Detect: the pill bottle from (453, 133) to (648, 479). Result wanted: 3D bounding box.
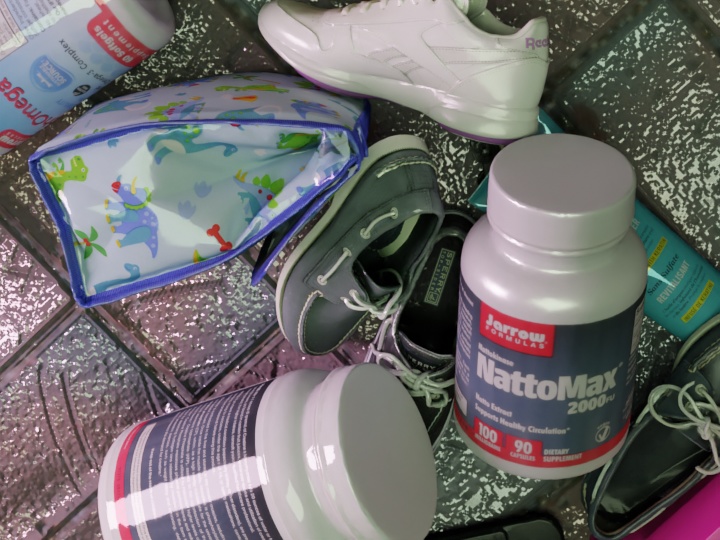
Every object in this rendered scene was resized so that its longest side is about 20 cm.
[{"bbox_3d":[0.121,0.022,1.130,0.118,0.120,0.201,2,126,3],"label":"pill bottle"}]

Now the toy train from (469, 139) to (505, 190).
[{"bbox_3d":[0.098,-0.077,1.196,0.045,0.034,0.202,-12,106,3],"label":"toy train"}]

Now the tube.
[{"bbox_3d":[0.171,-0.021,1.193,0.199,0.050,0.078,36,86,-12],"label":"tube"}]

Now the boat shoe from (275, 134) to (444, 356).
[{"bbox_3d":[0.000,0.000,1.174,0.072,0.062,0.201,-3,140,-32],"label":"boat shoe"}]

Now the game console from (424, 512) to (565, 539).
[{"bbox_3d":[0.065,0.289,1.267,0.198,0.116,0.177,-13,106,7],"label":"game console"}]

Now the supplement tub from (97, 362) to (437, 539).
[{"bbox_3d":[-0.063,0.147,1.196,0.199,0.140,0.141,-19,106,28],"label":"supplement tub"}]

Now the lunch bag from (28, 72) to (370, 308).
[{"bbox_3d":[-0.089,-0.064,1.141,0.198,0.170,0.128,-18,104,7],"label":"lunch bag"}]

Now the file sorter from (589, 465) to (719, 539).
[{"bbox_3d":[0.274,0.185,1.211,0.125,0.139,0.200,42,105,-10],"label":"file sorter"}]

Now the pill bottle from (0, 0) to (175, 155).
[{"bbox_3d":[-0.228,-0.144,1.158,0.199,0.109,0.109,-32,102,13],"label":"pill bottle"}]

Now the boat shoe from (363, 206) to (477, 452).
[{"bbox_3d":[0.043,0.059,1.223,0.073,0.068,0.201,19,107,-2],"label":"boat shoe"}]

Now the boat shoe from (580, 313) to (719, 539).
[{"bbox_3d":[0.218,0.102,1.186,0.075,0.062,0.200,41,112,-8],"label":"boat shoe"}]

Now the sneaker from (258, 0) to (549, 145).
[{"bbox_3d":[0.031,-0.153,1.143,0.199,0.075,0.100,19,110,15],"label":"sneaker"}]
